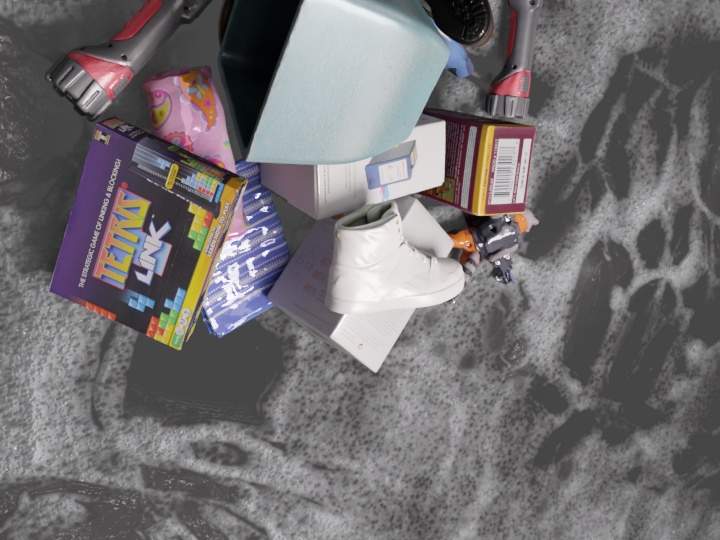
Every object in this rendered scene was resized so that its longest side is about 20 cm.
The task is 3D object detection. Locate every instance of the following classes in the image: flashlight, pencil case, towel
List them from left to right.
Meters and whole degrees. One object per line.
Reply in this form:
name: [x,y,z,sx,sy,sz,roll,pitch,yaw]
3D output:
flashlight: [-0.246,-0.256,0.816,0.202,0.067,0.068,-53,138,-11]
pencil case: [-0.187,-0.128,0.876,0.086,0.087,0.205,-21,108,-25]
towel: [-0.161,-0.030,0.977,0.143,0.024,0.204,-28,119,-23]
flashlight: [0.223,-0.326,1.104,0.066,0.068,0.206,4,101,2]

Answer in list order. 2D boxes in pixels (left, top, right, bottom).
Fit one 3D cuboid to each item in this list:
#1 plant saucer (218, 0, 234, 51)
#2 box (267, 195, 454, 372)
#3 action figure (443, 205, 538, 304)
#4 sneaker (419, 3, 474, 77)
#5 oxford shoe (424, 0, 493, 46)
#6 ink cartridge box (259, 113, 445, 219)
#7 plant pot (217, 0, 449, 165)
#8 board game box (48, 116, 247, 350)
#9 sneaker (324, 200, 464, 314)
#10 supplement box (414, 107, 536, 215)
plant saucer: [-0.071,-0.287,0.899,0.194,0.035,0.204,-9,133,-9]
box: [0.000,0.000,0.998,0.106,0.151,0.202,41,79,-42]
action figure: [0.195,-0.023,1.164,0.192,0.105,0.201,-39,121,-4]
sneaker: [0.075,-0.300,1.010,0.197,0.075,0.083,20,117,-44]
oxford shoe: [0.127,-0.336,0.958,0.084,0.203,0.073,27,119,-40]
ink cartridge box: [-0.010,-0.145,0.950,0.196,0.144,0.090,-16,119,-32]
plant pot: [-0.022,-0.236,0.812,0.195,0.199,0.198,6,131,-28]
board game box: [-0.233,-0.039,0.835,0.162,0.057,0.204,22,109,-4]
sneaker: [0.051,-0.022,0.883,0.196,0.073,0.119,-9,114,-36]
supplement box: [0.131,-0.151,1.016,0.084,0.199,0.114,-5,109,-31]
